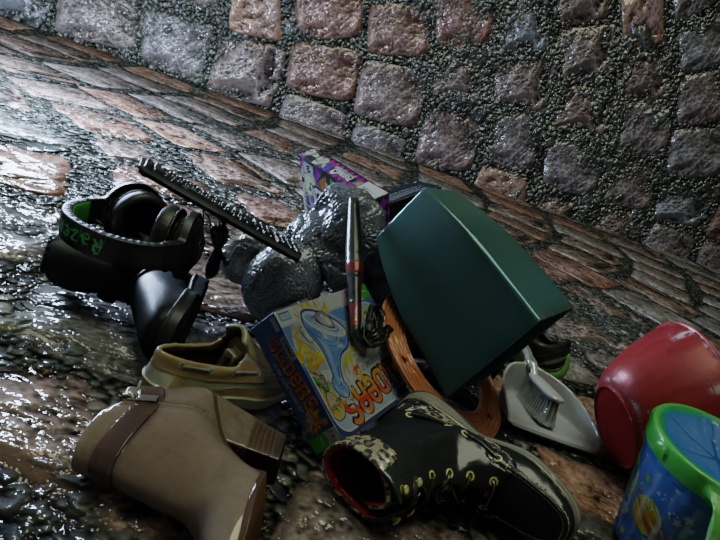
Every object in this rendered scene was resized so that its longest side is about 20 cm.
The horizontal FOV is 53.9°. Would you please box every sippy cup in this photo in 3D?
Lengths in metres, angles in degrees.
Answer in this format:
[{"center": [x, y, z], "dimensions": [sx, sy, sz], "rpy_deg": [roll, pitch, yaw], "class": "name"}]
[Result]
[{"center": [0.310, 0.221, 0.670], "dimensions": [0.174, 0.133, 0.139], "rpy_deg": [0, 30, -40], "class": "sippy cup"}]

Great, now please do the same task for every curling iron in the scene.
[{"center": [0.000, 0.000, 0.793], "dimensions": [0.049, 0.025, 0.204], "rpy_deg": [21, 44, -36], "class": "curling iron"}]

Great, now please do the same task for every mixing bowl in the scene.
[{"center": [0.347, 0.171, 0.837], "dimensions": [0.105, 0.206, 0.201], "rpy_deg": [-11, 23, -8], "class": "mixing bowl"}]

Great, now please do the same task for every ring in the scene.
[{"center": [0.093, 0.111, 0.830], "dimensions": [0.199, 0.019, 0.203], "rpy_deg": [36, 30, -24], "class": "ring"}]

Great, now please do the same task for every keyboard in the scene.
[{"center": [-0.154, -0.069, 0.784], "dimensions": [0.197, 0.021, 0.127], "rpy_deg": [31, 1, -21], "class": "keyboard"}]

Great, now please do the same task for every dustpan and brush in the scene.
[{"center": [0.229, 0.147, 0.933], "dimensions": [0.136, 0.059, 0.200], "rpy_deg": [21, 14, -14], "class": "dustpan and brush"}]

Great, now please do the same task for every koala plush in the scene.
[{"center": [-0.069, -0.003, 0.892], "dimensions": [0.197, 0.186, 0.179], "rpy_deg": [-25, 64, -30], "class": "koala plush"}]

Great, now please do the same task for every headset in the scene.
[{"center": [-0.202, -0.026, 0.701], "dimensions": [0.121, 0.096, 0.198], "rpy_deg": [26, 19, 27], "class": "headset"}]

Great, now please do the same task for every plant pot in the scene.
[{"center": [0.119, 0.010, 0.824], "dimensions": [0.202, 0.141, 0.140], "rpy_deg": [56, 27, 16], "class": "plant pot"}]

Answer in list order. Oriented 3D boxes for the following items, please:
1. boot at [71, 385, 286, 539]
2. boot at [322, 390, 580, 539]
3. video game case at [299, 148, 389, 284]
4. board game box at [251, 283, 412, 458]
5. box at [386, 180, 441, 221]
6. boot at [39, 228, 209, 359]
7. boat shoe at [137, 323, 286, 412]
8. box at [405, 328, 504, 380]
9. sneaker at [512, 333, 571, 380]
[{"center": [-0.135, 0.149, 0.505], "dimensions": [0.142, 0.072, 0.200], "rpy_deg": [14, 16, -1], "class": "boot"}, {"center": [0.076, 0.191, 0.614], "dimensions": [0.201, 0.075, 0.152], "rpy_deg": [31, 24, 31], "class": "boot"}, {"center": [-0.022, -0.050, 1.020], "dimensions": [0.035, 0.205, 0.180], "rpy_deg": [-23, 39, -29], "class": "video game case"}, {"center": [-0.017, 0.094, 0.737], "dimensions": [0.138, 0.034, 0.199], "rpy_deg": [60, 26, 7], "class": "board game box"}, {"center": [0.034, -0.081, 1.181], "dimensions": [0.195, 0.081, 0.141], "rpy_deg": [-19, 16, -7], "class": "box"}, {"center": [-0.248, 0.021, 0.721], "dimensions": [0.164, 0.078, 0.200], "rpy_deg": [21, 10, -10], "class": "boot"}, {"center": [-0.118, 0.089, 0.672], "dimensions": [0.071, 0.078, 0.198], "rpy_deg": [28, 17, 28], "class": "boat shoe"}, {"center": [0.120, 0.050, 1.001], "dimensions": [0.154, 0.052, 0.202], "rpy_deg": [23, 35, -13], "class": "box"}, {"center": [0.235, 0.090, 1.083], "dimensions": [0.197, 0.086, 0.076], "rpy_deg": [29, 18, 25], "class": "sneaker"}]
